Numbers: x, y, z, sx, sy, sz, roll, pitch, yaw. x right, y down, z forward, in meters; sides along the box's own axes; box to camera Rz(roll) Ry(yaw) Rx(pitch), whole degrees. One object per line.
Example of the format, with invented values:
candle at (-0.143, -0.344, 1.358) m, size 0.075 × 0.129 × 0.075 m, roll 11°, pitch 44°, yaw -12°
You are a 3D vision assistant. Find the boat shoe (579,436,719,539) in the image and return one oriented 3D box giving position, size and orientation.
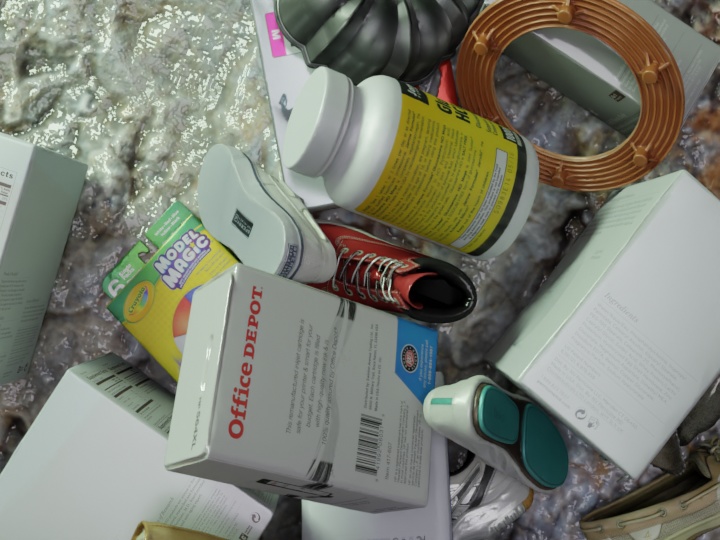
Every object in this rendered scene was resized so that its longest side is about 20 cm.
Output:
boat shoe at (0.290, 0.194, 0.898) m, size 0.199 × 0.073 × 0.064 m, roll -36°, pitch 95°, yaw 7°

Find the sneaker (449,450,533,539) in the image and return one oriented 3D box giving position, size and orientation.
sneaker at (0.056, 0.222, 0.901) m, size 0.198 × 0.076 × 0.088 m, roll -34°, pitch 84°, yaw -10°

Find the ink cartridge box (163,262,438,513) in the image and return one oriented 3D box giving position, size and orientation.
ink cartridge box at (-0.041, 0.099, 0.792) m, size 0.197 × 0.084 × 0.149 m, roll 20°, pitch 65°, yaw -29°

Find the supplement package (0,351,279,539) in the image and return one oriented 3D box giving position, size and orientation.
supplement package at (-0.187, 0.193, 0.853) m, size 0.198 × 0.151 × 0.153 m, roll 34°, pitch 91°, yaw -1°

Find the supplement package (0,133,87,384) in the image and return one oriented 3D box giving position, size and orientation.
supplement package at (-0.344, -0.022, 0.842) m, size 0.148 × 0.152 × 0.204 m, roll 17°, pitch 90°, yaw 0°

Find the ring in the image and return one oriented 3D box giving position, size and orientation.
ring at (0.170, -0.144, 0.844) m, size 0.198 × 0.201 × 0.019 m, roll 32°, pitch 53°, yaw 0°

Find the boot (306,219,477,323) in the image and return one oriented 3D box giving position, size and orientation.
boot at (0.000, 0.000, 0.857) m, size 0.196 × 0.144 × 0.074 m, roll 12°, pitch 92°, yaw 1°

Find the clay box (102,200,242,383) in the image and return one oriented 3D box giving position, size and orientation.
clay box at (-0.135, 0.043, 0.899) m, size 0.200 × 0.048 × 0.115 m, roll 44°, pitch 90°, yaw 3°

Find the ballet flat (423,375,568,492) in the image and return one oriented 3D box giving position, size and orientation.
ballet flat at (0.113, 0.135, 0.843) m, size 0.068 × 0.199 × 0.071 m, roll -15°, pitch 59°, yaw 27°

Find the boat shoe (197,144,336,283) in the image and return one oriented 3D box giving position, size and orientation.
boat shoe at (-0.079, -0.046, 0.856) m, size 0.069 × 0.200 × 0.072 m, roll 13°, pitch 108°, yaw -36°

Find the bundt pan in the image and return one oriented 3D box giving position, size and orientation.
bundt pan at (0.022, -0.260, 0.859) m, size 0.198 × 0.076 × 0.207 m, roll 2°, pitch 86°, yaw -20°

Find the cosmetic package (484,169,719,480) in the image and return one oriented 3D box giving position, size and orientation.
cosmetic package at (0.219, 0.040, 0.831) m, size 0.122 × 0.199 × 0.201 m, roll 37°, pitch 90°, yaw 0°

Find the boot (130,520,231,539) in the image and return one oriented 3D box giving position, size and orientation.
boot at (-0.094, 0.288, 0.764) m, size 0.197 × 0.066 × 0.179 m, roll 15°, pitch 87°, yaw -26°

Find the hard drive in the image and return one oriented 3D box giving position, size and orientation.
hard drive at (0.013, 0.194, 0.869) m, size 0.129 × 0.025 × 0.204 m, roll -6°, pitch 69°, yaw 13°

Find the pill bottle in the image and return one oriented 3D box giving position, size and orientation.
pill bottle at (0.040, -0.091, 0.836) m, size 0.197 × 0.112 × 0.115 m, roll 19°, pitch 90°, yaw -22°

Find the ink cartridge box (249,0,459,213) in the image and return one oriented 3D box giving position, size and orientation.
ink cartridge box at (0.002, -0.165, 0.906) m, size 0.170 × 0.044 × 0.205 m, roll -11°, pitch 90°, yaw 1°

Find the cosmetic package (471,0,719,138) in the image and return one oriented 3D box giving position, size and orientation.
cosmetic package at (0.200, -0.201, 0.876) m, size 0.198 × 0.107 × 0.091 m, roll 30°, pitch 89°, yaw 1°

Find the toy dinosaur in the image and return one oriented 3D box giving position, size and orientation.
toy dinosaur at (0.294, 0.105, 0.875) m, size 0.077 × 0.102 × 0.201 m, roll 38°, pitch 101°, yaw -2°
